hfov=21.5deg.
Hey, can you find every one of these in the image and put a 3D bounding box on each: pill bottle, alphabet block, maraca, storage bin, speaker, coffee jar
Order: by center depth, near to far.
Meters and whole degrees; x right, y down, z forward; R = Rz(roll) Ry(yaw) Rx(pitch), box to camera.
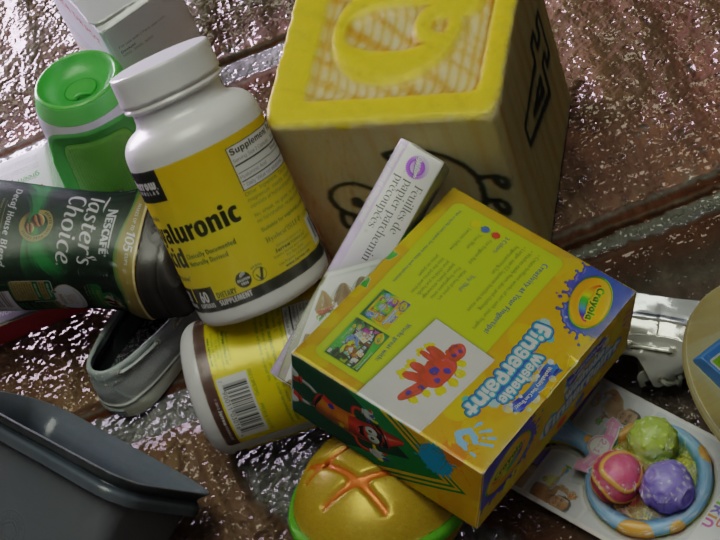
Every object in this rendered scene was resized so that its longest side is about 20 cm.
[{"bbox_3d":[0.022,0.155,1.403,0.136,0.108,0.200,4,31,18],"label":"maraca"},{"bbox_3d":[-0.111,-0.069,1.438,0.110,0.201,0.111,-23,14,6],"label":"pill bottle"},{"bbox_3d":[-0.231,0.191,1.458,0.199,0.145,0.135,24,93,32],"label":"storage bin"},{"bbox_3d":[-0.033,0.065,1.483,0.198,0.110,0.110,-18,50,6],"label":"pill bottle"},{"bbox_3d":[-0.220,-0.017,1.531,0.198,0.086,0.105,2,60,15],"label":"coffee jar"},{"bbox_3d":[0.054,-0.132,1.540,0.193,0.201,0.198,-3,54,18],"label":"alphabet block"},{"bbox_3d":[-0.206,-0.086,1.596,0.087,0.201,0.089,-9,45,9],"label":"speaker"}]

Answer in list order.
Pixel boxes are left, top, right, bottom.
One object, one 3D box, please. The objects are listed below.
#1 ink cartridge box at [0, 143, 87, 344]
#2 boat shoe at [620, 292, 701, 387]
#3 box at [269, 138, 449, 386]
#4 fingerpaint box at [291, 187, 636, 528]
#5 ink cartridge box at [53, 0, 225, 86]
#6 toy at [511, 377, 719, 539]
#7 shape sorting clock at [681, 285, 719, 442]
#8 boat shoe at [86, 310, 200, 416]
[{"bbox_3d":[-0.334,0.012,1.650,0.198,0.084,0.177,-21,52,4],"label":"ink cartridge box"},{"bbox_3d":[0.226,0.055,1.429,0.198,0.071,0.071,8,89,13],"label":"boat shoe"},{"bbox_3d":[0.000,0.000,1.407,0.038,0.041,0.201,30,92,10],"label":"box"},{"bbox_3d":[0.074,0.059,1.359,0.166,0.074,0.200,30,55,21],"label":"fingerpaint box"},{"bbox_3d":[-0.196,-0.201,1.684,0.084,0.201,0.145,-36,51,-9],"label":"ink cartridge box"},{"bbox_3d":[0.194,0.138,1.384,0.199,0.047,0.115,26,66,34],"label":"toy"},{"bbox_3d":[0.315,0.087,1.331,0.198,0.039,0.201,12,44,-12],"label":"shape sorting clock"},{"bbox_3d":[-0.158,0.026,1.582,0.070,0.072,0.202,18,62,30],"label":"boat shoe"}]
